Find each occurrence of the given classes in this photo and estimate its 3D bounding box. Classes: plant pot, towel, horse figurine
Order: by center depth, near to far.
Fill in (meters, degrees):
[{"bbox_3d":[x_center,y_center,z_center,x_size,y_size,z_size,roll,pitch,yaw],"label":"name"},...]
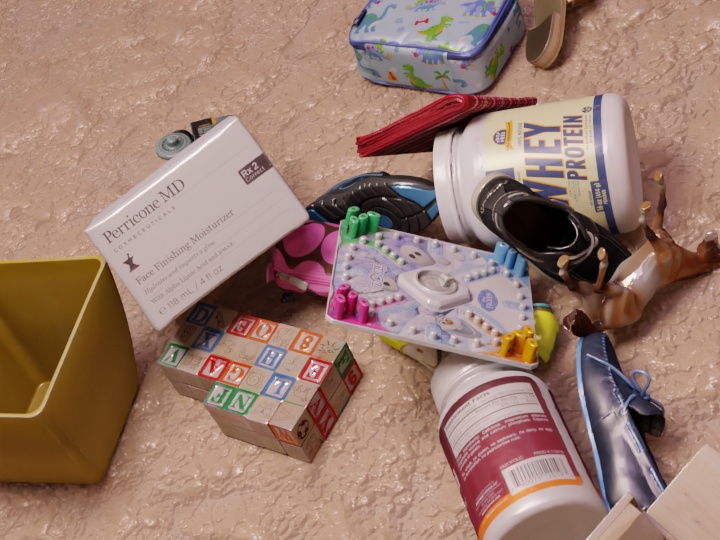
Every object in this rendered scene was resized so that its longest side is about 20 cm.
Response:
[{"bbox_3d":[0.261,0.001,1.286,0.200,0.133,0.050,-42,42,-13],"label":"horse figurine"},{"bbox_3d":[-0.345,0.121,1.406,0.199,0.177,0.201,-2,48,22],"label":"plant pot"},{"bbox_3d":[0.096,-0.161,1.461,0.144,0.200,0.023,-22,85,30],"label":"towel"}]

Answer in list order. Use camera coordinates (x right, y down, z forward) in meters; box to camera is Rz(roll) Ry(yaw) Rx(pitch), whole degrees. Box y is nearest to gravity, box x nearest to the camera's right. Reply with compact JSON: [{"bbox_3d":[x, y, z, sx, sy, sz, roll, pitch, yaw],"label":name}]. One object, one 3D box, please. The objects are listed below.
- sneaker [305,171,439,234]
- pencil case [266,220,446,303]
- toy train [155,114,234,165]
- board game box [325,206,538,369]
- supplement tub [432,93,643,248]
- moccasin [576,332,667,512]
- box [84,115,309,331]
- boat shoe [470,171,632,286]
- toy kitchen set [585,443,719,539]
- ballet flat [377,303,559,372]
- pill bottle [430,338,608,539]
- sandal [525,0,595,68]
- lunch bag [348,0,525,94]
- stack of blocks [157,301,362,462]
[{"bbox_3d":[0.021,-0.084,1.477,0.199,0.073,0.082,-4,35,48],"label":"sneaker"},{"bbox_3d":[0.000,0.000,1.431,0.199,0.091,0.094,6,17,30],"label":"pencil case"},{"bbox_3d":[-0.180,-0.107,1.613,0.113,0.086,0.201,-16,45,-3],"label":"toy train"},{"bbox_3d":[0.072,0.011,1.283,0.199,0.026,0.200,13,29,-3],"label":"board game box"},{"bbox_3d":[0.187,-0.100,1.397,0.199,0.145,0.146,-8,47,17],"label":"supplement tub"},{"bbox_3d":[0.246,0.144,1.206,0.068,0.080,0.201,-23,56,22],"label":"moccasin"},{"bbox_3d":[-0.175,-0.057,1.433,0.199,0.131,0.200,-37,10,-2],"label":"box"},{"bbox_3d":[0.198,-0.025,1.301,0.072,0.199,0.068,-60,26,2],"label":"boat shoe"},{"bbox_3d":[0.263,0.259,1.019,0.200,0.163,0.180,-47,64,-2],"label":"toy kitchen set"},{"bbox_3d":[0.100,0.072,1.342,0.199,0.067,0.068,-3,70,19],"label":"ballet flat"},{"bbox_3d":[0.135,0.165,1.201,0.114,0.114,0.201,-23,45,3],"label":"pill bottle"},{"bbox_3d":[0.257,-0.335,1.647,0.078,0.069,0.213,-25,47,58],"label":"sandal"},{"bbox_3d":[0.095,-0.303,1.669,0.199,0.083,0.161,13,54,31],"label":"lunch bag"},{"bbox_3d":[-0.113,0.113,1.395,0.199,0.059,0.115,14,57,32],"label":"stack of blocks"}]
